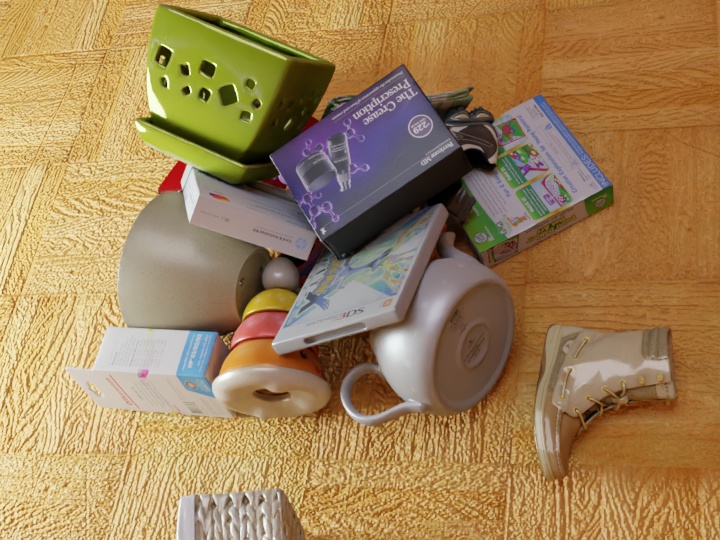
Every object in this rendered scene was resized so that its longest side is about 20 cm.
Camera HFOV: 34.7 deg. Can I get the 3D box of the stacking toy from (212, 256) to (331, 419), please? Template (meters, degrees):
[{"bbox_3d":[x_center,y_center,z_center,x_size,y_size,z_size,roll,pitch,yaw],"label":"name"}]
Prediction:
[{"bbox_3d":[-0.106,0.072,1.434,0.145,0.146,0.201,-6,64,14],"label":"stacking toy"}]

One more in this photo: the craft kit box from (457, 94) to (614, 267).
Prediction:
[{"bbox_3d":[0.207,-0.123,1.555,0.197,0.049,0.201,-25,52,-4],"label":"craft kit box"}]

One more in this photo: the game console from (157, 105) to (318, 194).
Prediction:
[{"bbox_3d":[-0.179,-0.166,1.726,0.172,0.119,0.201,32,67,0],"label":"game console"}]

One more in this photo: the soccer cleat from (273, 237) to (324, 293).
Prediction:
[{"bbox_3d":[-0.037,-0.058,1.534,0.200,0.073,0.068,-48,61,-3],"label":"soccer cleat"}]

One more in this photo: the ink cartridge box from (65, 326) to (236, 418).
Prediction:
[{"bbox_3d":[-0.261,0.130,1.479,0.199,0.115,0.068,2,57,18],"label":"ink cartridge box"}]

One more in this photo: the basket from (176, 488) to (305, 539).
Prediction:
[{"bbox_3d":[-0.126,0.354,1.267,0.123,0.136,0.201,-10,53,6],"label":"basket"}]

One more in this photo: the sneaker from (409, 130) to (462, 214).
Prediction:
[{"bbox_3d":[0.042,-0.097,1.452,0.198,0.081,0.116,-21,56,6],"label":"sneaker"}]

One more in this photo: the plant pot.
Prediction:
[{"bbox_3d":[-0.171,-0.225,1.517,0.198,0.200,0.182,24,104,13],"label":"plant pot"}]

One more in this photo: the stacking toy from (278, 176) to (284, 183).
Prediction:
[{"bbox_3d":[-0.146,-0.195,1.645,0.199,0.085,0.086,33,68,8],"label":"stacking toy"}]

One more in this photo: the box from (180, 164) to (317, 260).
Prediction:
[{"bbox_3d":[-0.146,-0.082,1.474,0.200,0.155,0.041,-125,55,-68],"label":"box"}]

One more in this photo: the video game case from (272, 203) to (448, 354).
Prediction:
[{"bbox_3d":[0.001,0.009,1.364,0.182,0.022,0.200,-18,30,34],"label":"video game case"}]

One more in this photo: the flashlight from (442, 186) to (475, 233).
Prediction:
[{"bbox_3d":[0.082,-0.019,1.484,0.068,0.068,0.201,15,70,55],"label":"flashlight"}]

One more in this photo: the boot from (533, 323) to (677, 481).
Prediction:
[{"bbox_3d":[0.282,0.149,1.318,0.154,0.073,0.201,-1,50,20],"label":"boot"}]

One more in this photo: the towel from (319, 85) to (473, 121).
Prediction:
[{"bbox_3d":[0.042,-0.211,1.570,0.199,0.153,0.024,-8,79,-13],"label":"towel"}]

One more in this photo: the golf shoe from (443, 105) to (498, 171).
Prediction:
[{"bbox_3d":[0.089,-0.159,1.535,0.199,0.078,0.095,-11,63,-2],"label":"golf shoe"}]

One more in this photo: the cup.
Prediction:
[{"bbox_3d":[-0.197,0.008,1.494,0.142,0.201,0.201,11,60,23],"label":"cup"}]

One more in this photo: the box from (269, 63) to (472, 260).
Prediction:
[{"bbox_3d":[0.013,-0.131,1.397,0.199,0.079,0.142,-34,68,4],"label":"box"}]

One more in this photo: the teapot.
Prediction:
[{"bbox_3d":[0.079,0.073,1.375,0.146,0.199,0.199,18,22,38],"label":"teapot"}]
